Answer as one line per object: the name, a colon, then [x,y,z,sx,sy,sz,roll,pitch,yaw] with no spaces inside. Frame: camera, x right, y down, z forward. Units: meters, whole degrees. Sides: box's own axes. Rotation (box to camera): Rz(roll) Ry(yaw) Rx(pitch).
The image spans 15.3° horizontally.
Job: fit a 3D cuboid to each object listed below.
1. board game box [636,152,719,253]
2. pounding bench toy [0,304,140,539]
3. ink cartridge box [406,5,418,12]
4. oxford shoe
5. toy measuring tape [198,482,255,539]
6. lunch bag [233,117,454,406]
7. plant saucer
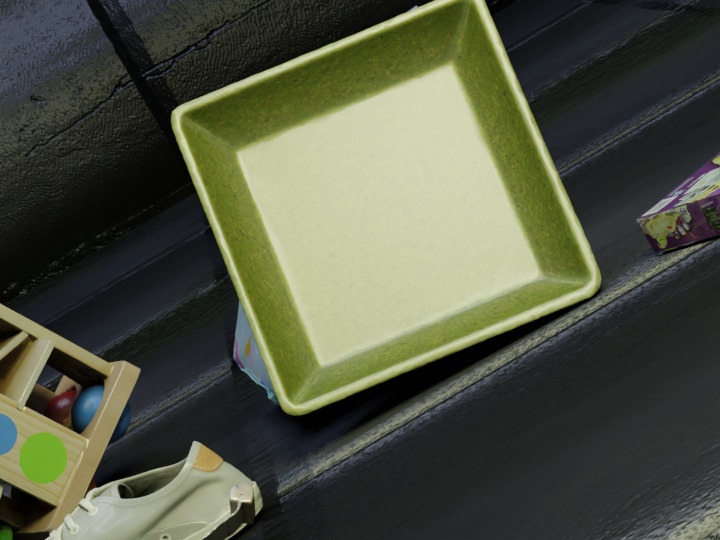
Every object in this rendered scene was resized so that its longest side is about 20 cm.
board game box: [0.260,-0.079,1.539,0.200,0.032,0.120,-37,6,-33]
pounding bench toy: [-0.256,0.130,1.762,0.124,0.156,0.201,-13,50,64]
ink cartridge box: [0.002,-0.219,3.093,0.199,0.084,0.176,-31,8,4]
oxford shoe: [-0.149,0.156,1.486,0.199,0.058,0.075,-31,10,10]
toy measuring tape: [-0.145,0.159,1.376,0.200,0.074,0.073,-38,11,-28]
lunch bag: [0.000,0.000,1.682,0.200,0.122,0.170,-46,14,-5]
plant saucer: [0.015,-0.036,1.570,0.199,0.201,0.048,-22,-14,0]
